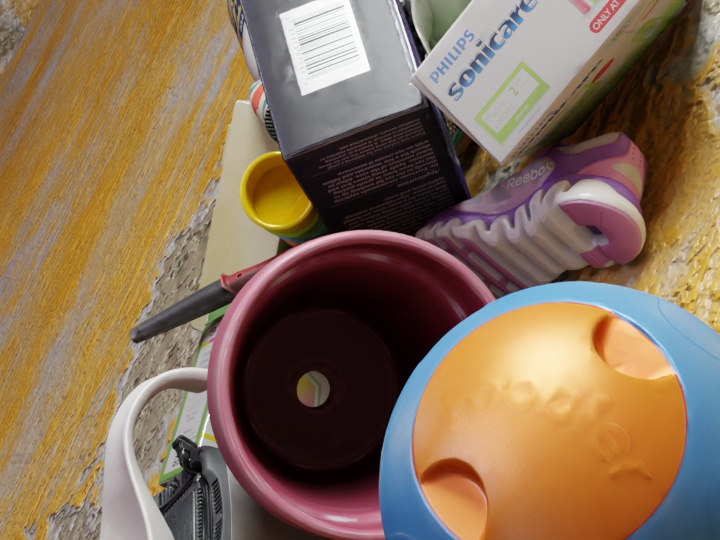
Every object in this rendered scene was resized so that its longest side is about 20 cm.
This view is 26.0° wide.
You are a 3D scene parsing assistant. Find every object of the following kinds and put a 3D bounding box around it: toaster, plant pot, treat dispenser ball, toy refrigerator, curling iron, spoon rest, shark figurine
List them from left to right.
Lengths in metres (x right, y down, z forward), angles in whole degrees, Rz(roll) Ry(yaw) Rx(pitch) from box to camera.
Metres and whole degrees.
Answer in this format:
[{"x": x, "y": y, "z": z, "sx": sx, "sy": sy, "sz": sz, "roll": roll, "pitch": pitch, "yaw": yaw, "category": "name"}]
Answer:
[{"x": -0.145, "y": 0.156, "z": 1.030, "sx": 0.099, "sy": 0.060, "sz": 0.201, "roll": -28, "pitch": 46, "yaw": 55, "category": "spoon rest"}, {"x": -0.098, "y": 0.015, "z": 1.221, "sx": 0.199, "sy": 0.026, "sz": 0.050, "roll": -20, "pitch": 22, "yaw": 19, "category": "curling iron"}, {"x": -0.084, "y": 0.217, "z": 1.093, "sx": 0.114, "sy": 0.129, "sz": 0.201, "roll": -47, "pitch": 29, "yaw": 24, "category": "toaster"}, {"x": -0.092, "y": -0.044, "z": 1.354, "sx": 0.076, "sy": 0.069, "sz": 0.202, "roll": -29, "pitch": -48, "yaw": -76, "category": "toy refrigerator"}, {"x": -0.011, "y": 0.079, "z": 1.058, "sx": 0.201, "sy": 0.199, "sz": 0.179, "roll": -64, "pitch": 10, "yaw": -10, "category": "plant pot"}, {"x": 0.083, "y": -0.178, "z": 1.145, "sx": 0.089, "sy": 0.215, "sz": 0.129, "roll": -23, "pitch": 54, "yaw": 7, "category": "shark figurine"}, {"x": 0.108, "y": 0.107, "z": 0.766, "sx": 0.201, "sy": 0.200, "sz": 0.202, "roll": -43, "pitch": 30, "yaw": 32, "category": "treat dispenser ball"}]

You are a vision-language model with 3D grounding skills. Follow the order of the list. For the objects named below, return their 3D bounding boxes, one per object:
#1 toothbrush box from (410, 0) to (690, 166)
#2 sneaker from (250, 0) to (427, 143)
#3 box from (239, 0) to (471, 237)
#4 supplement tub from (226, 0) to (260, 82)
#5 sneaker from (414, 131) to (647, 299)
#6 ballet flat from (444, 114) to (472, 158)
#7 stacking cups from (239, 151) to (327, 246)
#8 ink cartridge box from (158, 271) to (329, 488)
[{"x": 0.134, "y": -0.159, "z": 1.027, "sx": 0.146, "sy": 0.086, "sz": 0.200, "roll": -50, "pitch": -10, "yaw": 21, "category": "toothbrush box"}, {"x": -0.006, "y": -0.180, "z": 1.279, "sx": 0.199, "sy": 0.071, "sz": 0.093, "roll": -34, "pitch": 33, "yaw": -7, "category": "sneaker"}, {"x": 0.002, "y": -0.111, "z": 1.106, "sx": 0.104, "sy": 0.200, "sz": 0.149, "roll": -20, "pitch": 65, "yaw": 7, "category": "box"}, {"x": -0.049, "y": -0.239, "z": 1.499, "sx": 0.145, "sy": 0.144, "sz": 0.200, "roll": -52, "pitch": 26, "yaw": 16, "category": "supplement tub"}, {"x": 0.121, "y": -0.042, "z": 1.058, "sx": 0.200, "sy": 0.080, "sz": 0.089, "roll": -17, "pitch": 42, "yaw": 50, "category": "sneaker"}, {"x": 0.039, "y": -0.131, "z": 1.314, "sx": 0.066, "sy": 0.070, "sz": 0.200, "roll": -68, "pitch": 21, "yaw": 6, "category": "ballet flat"}, {"x": -0.046, "y": -0.042, "z": 1.247, "sx": 0.061, "sy": 0.060, "sz": 0.200, "roll": -62, "pitch": -12, "yaw": -5, "category": "stacking cups"}, {"x": -0.082, "y": 0.098, "z": 1.247, "sx": 0.059, "sy": 0.103, "sz": 0.201, "roll": -30, "pitch": 38, "yaw": 46, "category": "ink cartridge box"}]
